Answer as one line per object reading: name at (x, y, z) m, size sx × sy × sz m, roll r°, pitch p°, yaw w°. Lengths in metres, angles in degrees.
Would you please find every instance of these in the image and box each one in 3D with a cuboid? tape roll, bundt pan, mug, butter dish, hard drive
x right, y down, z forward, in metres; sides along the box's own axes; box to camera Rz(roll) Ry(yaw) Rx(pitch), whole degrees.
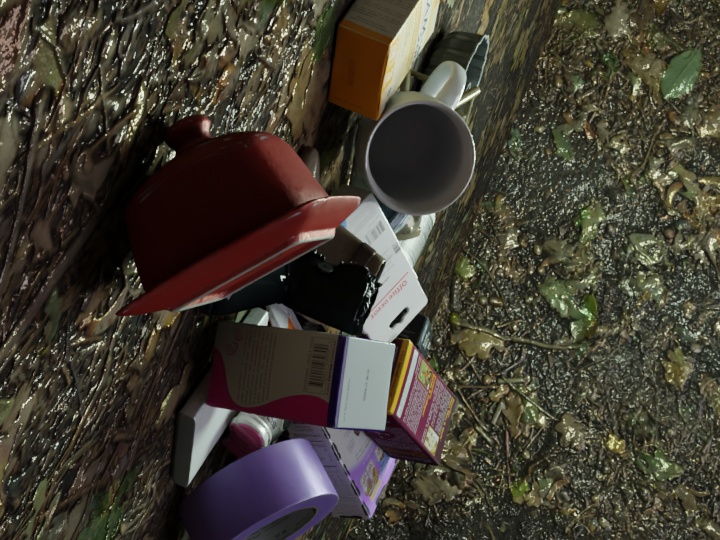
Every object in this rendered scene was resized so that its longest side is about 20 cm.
tape roll at (-0.133, 0.311, 1.573) m, size 0.198 × 0.086 × 0.201 m, roll -26°, pitch 159°, yaw -11°
bundt pan at (0.150, -0.320, 2.045) m, size 0.202 × 0.075 × 0.204 m, roll 23°, pitch 89°, yaw -80°
mug at (0.076, -0.186, 1.582) m, size 0.201 × 0.146 × 0.175 m, roll -58°, pitch -165°, yaw 9°
butter dish at (-0.122, -0.062, 1.027) m, size 0.198 × 0.149 × 0.199 m, roll -28°, pitch 178°, yaw 13°
hard drive at (-0.174, 0.156, 1.488) m, size 0.201 × 0.026 × 0.133 m, roll -58°, pitch 166°, yaw -46°

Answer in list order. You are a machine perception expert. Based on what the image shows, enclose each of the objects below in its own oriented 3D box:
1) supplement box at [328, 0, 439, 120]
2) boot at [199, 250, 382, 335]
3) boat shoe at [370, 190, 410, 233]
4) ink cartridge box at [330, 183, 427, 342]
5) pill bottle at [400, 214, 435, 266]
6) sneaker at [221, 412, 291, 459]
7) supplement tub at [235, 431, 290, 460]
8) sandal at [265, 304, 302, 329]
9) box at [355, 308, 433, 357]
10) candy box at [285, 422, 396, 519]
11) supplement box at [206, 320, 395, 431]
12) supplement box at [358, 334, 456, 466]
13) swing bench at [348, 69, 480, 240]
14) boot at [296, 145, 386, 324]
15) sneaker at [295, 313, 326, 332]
supplement box at (0.036, -0.304, 1.499) m, size 0.127 × 0.073 × 0.201 m, roll 100°, pitch 15°, yaw -51°
boot at (-0.072, 0.023, 1.348) m, size 0.200 × 0.166 × 0.077 m, roll -43°, pitch 153°, yaw -66°
boat shoe at (0.000, -0.063, 1.677) m, size 0.200 × 0.071 × 0.091 m, roll -44°, pitch 167°, yaw 2°
ink cartridge box at (0.000, 0.000, 1.614) m, size 0.116 × 0.066 × 0.201 m, roll -44°, pitch 126°, yaw -22°
pill bottle at (0.059, -0.070, 1.991) m, size 0.111 × 0.109 × 0.202 m, roll 92°, pitch 22°, yaw -62°
sneaker at (-0.132, 0.210, 1.601) m, size 0.088 × 0.073 × 0.200 m, roll -50°, pitch 172°, yaw -23°
supplement tub at (-0.108, 0.264, 1.782) m, size 0.201 × 0.121 × 0.124 m, roll -58°, pitch 166°, yaw -45°
sandal at (-0.092, 0.130, 1.593) m, size 0.079 × 0.059 × 0.208 m, roll -83°, pitch 149°, yaw -64°
box at (0.004, 0.069, 1.746) m, size 0.160 × 0.197 × 0.044 m, roll 61°, pitch 49°, yaw -76°
candy box at (-0.019, 0.231, 1.749) m, size 0.169 × 0.071 × 0.202 m, roll -60°, pitch 135°, yaw -43°
supplement box at (-0.070, 0.120, 1.372) m, size 0.103 × 0.198 × 0.103 m, roll 14°, pitch 83°, yaw -52°
supplement box at (0.057, 0.188, 1.708) m, size 0.200 × 0.085 × 0.112 m, roll 52°, pitch 49°, yaw -51°
swing bench at (0.071, -0.171, 1.801) m, size 0.201 × 0.128 × 0.201 m, roll -57°, pitch 165°, yaw -45°
boot at (-0.036, -0.034, 1.474) m, size 0.070 × 0.145 × 0.203 m, roll -27°, pitch 138°, yaw -71°
sneaker at (-0.103, 0.137, 1.700) m, size 0.080 × 0.077 × 0.200 m, roll -60°, pitch 173°, yaw 27°
